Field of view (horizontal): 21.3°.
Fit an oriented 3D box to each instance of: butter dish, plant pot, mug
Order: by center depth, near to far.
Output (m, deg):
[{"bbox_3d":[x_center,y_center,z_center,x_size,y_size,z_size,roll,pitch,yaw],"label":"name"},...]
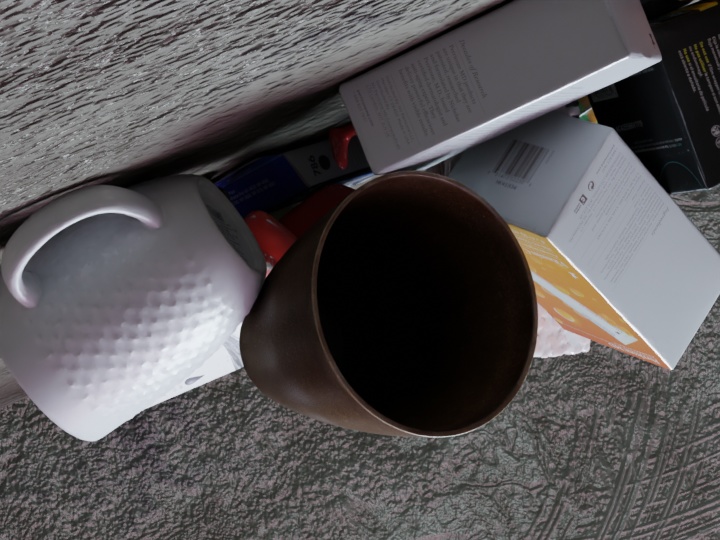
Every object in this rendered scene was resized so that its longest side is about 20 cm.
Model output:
[{"bbox_3d":[-0.174,0.006,1.367,0.175,0.148,0.200,-34,146,10],"label":"mug"},{"bbox_3d":[-0.003,0.042,1.404,0.187,0.187,0.200,-21,180,-33],"label":"plant pot"},{"bbox_3d":[0.000,0.000,1.602,0.148,0.199,0.200,-49,-179,-20],"label":"butter dish"}]

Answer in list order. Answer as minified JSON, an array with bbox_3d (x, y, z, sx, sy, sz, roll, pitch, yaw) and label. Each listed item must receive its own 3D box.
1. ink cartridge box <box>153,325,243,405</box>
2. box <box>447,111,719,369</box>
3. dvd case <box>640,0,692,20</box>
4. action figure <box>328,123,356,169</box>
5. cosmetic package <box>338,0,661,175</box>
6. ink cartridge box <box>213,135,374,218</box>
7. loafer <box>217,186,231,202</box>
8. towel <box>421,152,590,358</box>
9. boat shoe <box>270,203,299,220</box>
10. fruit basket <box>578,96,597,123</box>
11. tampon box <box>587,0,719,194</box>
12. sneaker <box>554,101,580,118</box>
[{"bbox_3d":[-0.151,0.031,1.820,0.200,0.085,0.146,-24,142,-5],"label":"ink cartridge box"},{"bbox_3d":[0.173,-0.027,1.459,0.124,0.200,0.098,21,-106,48],"label":"box"},{"bbox_3d":[0.196,-0.198,1.473,0.150,0.025,0.200,-22,177,-12],"label":"dvd case"},{"bbox_3d":[0.066,-0.128,1.498,0.200,0.052,0.065,-25,169,39],"label":"action figure"},{"bbox_3d":[0.098,-0.138,1.331,0.200,0.071,0.101,-23,176,21],"label":"cosmetic package"},{"bbox_3d":[-0.041,-0.084,1.620,0.200,0.039,0.099,-19,176,-45],"label":"ink cartridge box"},{"bbox_3d":[-0.162,-0.017,1.584,0.070,0.068,0.200,-10,168,-31],"label":"loafer"},{"bbox_3d":[0.122,-0.021,1.526,0.032,0.192,0.200,11,-170,44],"label":"towel"},{"bbox_3d":[-0.139,-0.023,1.711,0.200,0.075,0.068,-14,-179,5],"label":"boat shoe"},{"bbox_3d":[0.185,-0.136,1.908,0.185,0.094,0.200,-25,180,31],"label":"fruit basket"},{"bbox_3d":[0.293,-0.151,1.450,0.200,0.127,0.150,-23,-175,-16],"label":"tampon box"},{"bbox_3d":[0.109,-0.137,1.641,0.115,0.075,0.200,-8,176,-9],"label":"sneaker"}]
